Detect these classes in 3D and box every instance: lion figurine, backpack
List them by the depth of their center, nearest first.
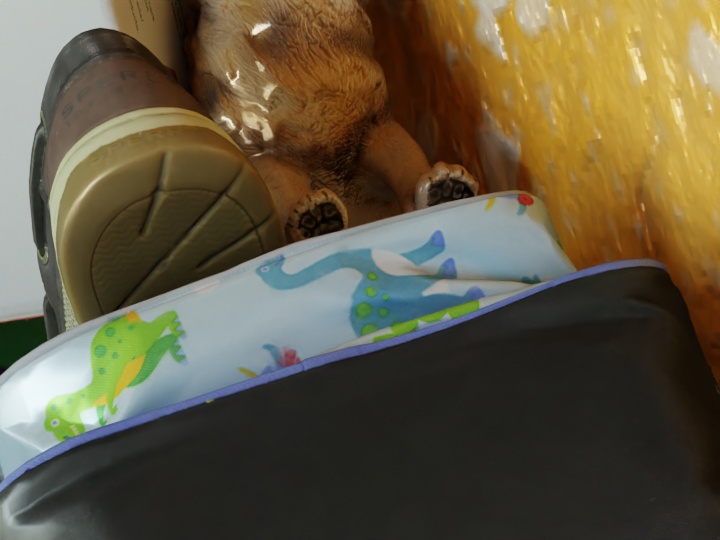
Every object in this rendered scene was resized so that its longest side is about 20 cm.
[{"bbox_3d":[0.008,0.086,0.692,0.200,0.182,0.147,81,167,-55],"label":"backpack"},{"bbox_3d":[0.000,0.000,0.821,0.122,0.072,0.201,-133,29,-61],"label":"lion figurine"}]

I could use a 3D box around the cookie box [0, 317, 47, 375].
[{"bbox_3d":[-0.143,0.027,0.853,0.171,0.075,0.200,24,-143,-56],"label":"cookie box"}]

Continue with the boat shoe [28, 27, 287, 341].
[{"bbox_3d":[-0.045,0.017,0.759,0.200,0.073,0.065,89,167,-50],"label":"boat shoe"}]

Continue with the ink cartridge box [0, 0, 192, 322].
[{"bbox_3d":[-0.092,-0.094,0.854,0.200,0.083,0.145,-78,-23,-63],"label":"ink cartridge box"}]
